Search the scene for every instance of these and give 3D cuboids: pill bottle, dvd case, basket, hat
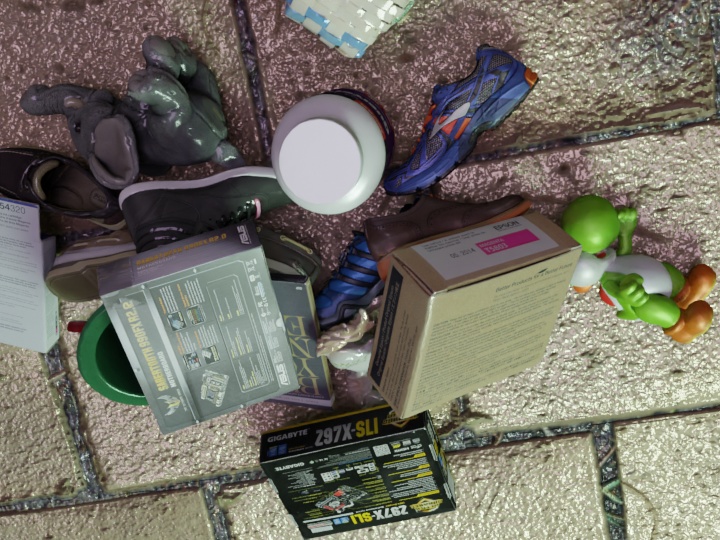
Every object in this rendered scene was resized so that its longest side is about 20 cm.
[{"bbox_3d":[-0.025,-0.122,0.840,0.110,0.200,0.114,1,105,6],"label":"pill bottle"},{"bbox_3d":[-0.112,0.080,0.939,0.146,0.016,0.202,5,132,16],"label":"dvd case"},{"bbox_3d":[0.010,-0.325,0.806,0.137,0.177,0.201,23,120,-15],"label":"basket"},{"bbox_3d":[-0.245,0.035,0.936,0.197,0.177,0.168,-15,130,-13],"label":"hat"}]

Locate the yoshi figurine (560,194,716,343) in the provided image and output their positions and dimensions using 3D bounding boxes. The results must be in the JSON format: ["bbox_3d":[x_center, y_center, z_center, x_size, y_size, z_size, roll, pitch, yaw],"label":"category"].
[{"bbox_3d":[0.283,-0.013,0.888,0.198,0.112,0.113,25,90,2],"label":"yoshi figurine"}]

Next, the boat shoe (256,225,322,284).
[{"bbox_3d":[-0.138,-0.026,0.948,0.199,0.060,0.073,24,140,17],"label":"boat shoe"}]

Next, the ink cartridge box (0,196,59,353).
[{"bbox_3d":[-0.453,-0.014,0.980,0.193,0.043,0.203,13,118,4],"label":"ink cartridge box"}]

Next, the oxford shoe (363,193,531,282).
[{"bbox_3d":[0.095,-0.055,0.884,0.198,0.071,0.074,-19,73,-27],"label":"oxford shoe"}]

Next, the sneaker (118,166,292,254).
[{"bbox_3d":[-0.149,-0.047,0.880,0.197,0.071,0.100,-9,63,-12],"label":"sneaker"}]

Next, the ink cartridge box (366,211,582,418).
[{"bbox_3d":[0.114,0.043,0.854,0.198,0.075,0.167,-15,133,-31],"label":"ink cartridge box"}]

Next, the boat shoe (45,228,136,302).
[{"bbox_3d":[-0.261,-0.015,0.948,0.197,0.069,0.075,-5,139,15],"label":"boat shoe"}]

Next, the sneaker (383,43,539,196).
[{"bbox_3d":[0.095,-0.157,0.893,0.200,0.075,0.079,-44,87,6],"label":"sneaker"}]

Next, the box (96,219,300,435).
[{"bbox_3d":[-0.156,0.062,0.843,0.156,0.049,0.202,-18,129,-8],"label":"box"}]

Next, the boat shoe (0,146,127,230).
[{"bbox_3d":[-0.344,-0.102,0.936,0.197,0.065,0.074,15,82,12],"label":"boat shoe"}]

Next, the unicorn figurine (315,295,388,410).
[{"bbox_3d":[0.016,0.098,0.943,0.137,0.074,0.200,-37,132,15],"label":"unicorn figurine"}]

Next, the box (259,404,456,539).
[{"bbox_3d":[0.000,0.235,0.975,0.197,0.050,0.161,-14,130,10],"label":"box"}]

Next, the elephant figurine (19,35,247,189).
[{"bbox_3d":[-0.251,-0.152,0.909,0.198,0.141,0.157,-27,59,20],"label":"elephant figurine"}]

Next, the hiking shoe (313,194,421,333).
[{"bbox_3d":[0.000,0.000,0.943,0.198,0.074,0.088,-30,92,3],"label":"hiking shoe"}]
